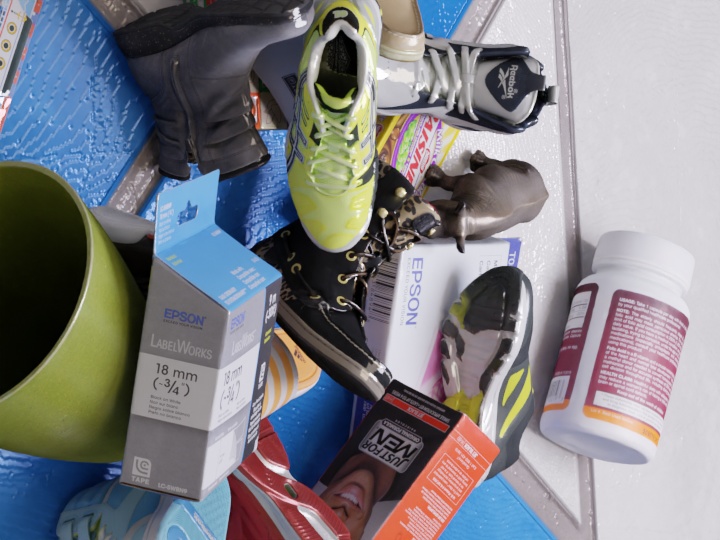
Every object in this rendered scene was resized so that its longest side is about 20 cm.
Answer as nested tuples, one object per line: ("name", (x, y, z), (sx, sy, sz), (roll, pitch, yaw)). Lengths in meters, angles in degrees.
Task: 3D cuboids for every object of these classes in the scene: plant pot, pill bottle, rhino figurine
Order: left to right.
("plant pot", (-0.216, 0.053, 1.384), (0.200, 0.186, 0.189), (46, 59, -54))
("rhino figurine", (0.095, -0.057, 1.714), (0.200, 0.087, 0.060), (-26, 126, -56))
("pill bottle", (0.248, 0.073, 1.883), (0.114, 0.114, 0.202), (31, 70, -41))

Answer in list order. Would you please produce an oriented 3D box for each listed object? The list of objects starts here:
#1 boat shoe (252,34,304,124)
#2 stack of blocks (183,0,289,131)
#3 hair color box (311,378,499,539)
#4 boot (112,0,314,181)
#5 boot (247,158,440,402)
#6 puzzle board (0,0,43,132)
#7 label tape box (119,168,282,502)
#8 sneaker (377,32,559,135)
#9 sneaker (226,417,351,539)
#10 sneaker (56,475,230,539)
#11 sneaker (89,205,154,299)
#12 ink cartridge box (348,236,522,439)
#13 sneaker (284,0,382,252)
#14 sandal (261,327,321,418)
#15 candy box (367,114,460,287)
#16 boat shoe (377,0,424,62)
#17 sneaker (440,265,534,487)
("boat shoe", (-0.045, -0.169, 1.535), (0.201, 0.068, 0.057), (65, 34, -28))
("stack of blocks", (-0.050, -0.172, 1.611), (0.199, 0.058, 0.116), (-6, 95, -45))
("hair color box", (0.013, 0.196, 1.621), (0.201, 0.101, 0.061), (-54, 128, -11))
("boot", (-0.091, -0.137, 1.475), (0.070, 0.199, 0.133), (-32, 110, -39))
("boot", (0.000, 0.000, 1.541), (0.150, 0.200, 0.073), (-43, 130, -4))
("puzzle board", (-0.284, -0.211, 1.403), (0.150, 0.017, 0.202), (28, 72, -42))
("label tape box", (-0.104, 0.042, 1.376), (0.144, 0.063, 0.202), (-38, 139, -74))
("sneaker", (0.082, -0.157, 1.612), (0.198, 0.129, 0.080), (20, 76, -44))
("sneaker", (-0.104, 0.185, 1.558), (0.201, 0.115, 0.078), (53, 27, 10))
("sneaker", (-0.168, 0.209, 1.433), (0.080, 0.130, 0.200), (61, 16, -18))
("sneaker", (-0.149, 0.013, 1.477), (0.083, 0.077, 0.200), (-66, 153, -6))
("ink cartridge box", (0.078, 0.070, 1.740), (0.199, 0.043, 0.198), (-3, 103, -44))
("sneaker", (-0.024, -0.108, 1.467), (0.076, 0.075, 0.202), (-70, 162, -71))
("sandal", (-0.075, 0.069, 1.553), (0.080, 0.059, 0.206), (57, 27, 5))
("candy box", (0.029, -0.088, 1.700), (0.201, 0.026, 0.103), (-61, 148, -25))
("boat shoe", (0.004, -0.250, 1.581), (0.072, 0.065, 0.201), (3, 47, -34))
("sneaker", (0.113, 0.089, 1.710), (0.084, 0.074, 0.202), (-8, 117, -51))
